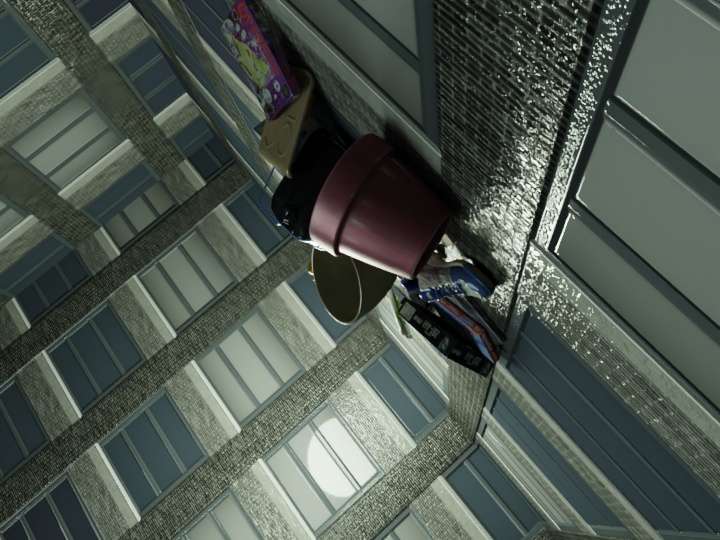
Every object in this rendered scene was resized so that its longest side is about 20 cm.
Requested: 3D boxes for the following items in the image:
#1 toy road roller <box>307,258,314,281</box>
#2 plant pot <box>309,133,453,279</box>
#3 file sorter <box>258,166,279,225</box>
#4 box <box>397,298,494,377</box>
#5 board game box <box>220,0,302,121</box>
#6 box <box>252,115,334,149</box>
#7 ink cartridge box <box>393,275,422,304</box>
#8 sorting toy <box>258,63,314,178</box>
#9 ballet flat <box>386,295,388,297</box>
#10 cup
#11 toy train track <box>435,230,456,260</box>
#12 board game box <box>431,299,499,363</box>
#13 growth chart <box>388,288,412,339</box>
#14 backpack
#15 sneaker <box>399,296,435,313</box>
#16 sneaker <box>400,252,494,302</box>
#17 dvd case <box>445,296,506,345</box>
[{"bbox_3d":[-0.040,-0.051,1.632,0.122,0.199,0.148,33,-147,-30],"label":"toy road roller"},{"bbox_3d":[0.043,-0.087,0.990,0.177,0.202,0.200,33,169,11],"label":"plant pot"},{"bbox_3d":[-0.130,-0.168,1.521,0.198,0.124,0.139,13,-157,-44],"label":"file sorter"},{"bbox_3d":[0.193,0.150,1.399,0.159,0.044,0.200,30,-173,-40],"label":"box"},{"bbox_3d":[-0.189,-0.397,1.161,0.119,0.032,0.203,-24,95,53],"label":"board game box"},{"bbox_3d":[-0.143,-0.289,1.364,0.200,0.116,0.060,43,170,43],"label":"box"},{"bbox_3d":[0.102,0.001,1.456,0.200,0.066,0.116,45,171,38],"label":"ink cartridge box"},{"bbox_3d":[-0.145,-0.303,1.230,0.036,0.204,0.185,5,-161,-29],"label":"sorting toy"},{"bbox_3d":[0.036,0.040,1.583,0.073,0.073,0.199,47,-171,26],"label":"ballet flat"},{"bbox_3d":[0.000,0.000,1.374,0.199,0.141,0.204,33,132,46],"label":"cup"},{"bbox_3d":[0.128,-0.055,1.155,0.115,0.032,0.200,53,172,-10],"label":"toy train track"},{"bbox_3d":[0.220,0.116,1.347,0.200,0.019,0.103,42,170,51],"label":"board game box"},{"bbox_3d":[0.094,0.100,1.532,0.200,0.017,0.148,46,-154,-74],"label":"growth chart"},{"bbox_3d":[-0.066,-0.148,1.248,0.183,0.201,0.146,44,-170,29],"label":"backpack"},{"bbox_3d":[0.156,0.093,1.574,0.089,0.074,0.200,48,-178,16],"label":"sneaker"},{"bbox_3d":[0.152,0.027,1.103,0.075,0.089,0.199,48,164,-32],"label":"sneaker"},{"bbox_3d":[0.236,0.102,1.323,0.149,0.016,0.200,50,173,7],"label":"dvd case"}]
